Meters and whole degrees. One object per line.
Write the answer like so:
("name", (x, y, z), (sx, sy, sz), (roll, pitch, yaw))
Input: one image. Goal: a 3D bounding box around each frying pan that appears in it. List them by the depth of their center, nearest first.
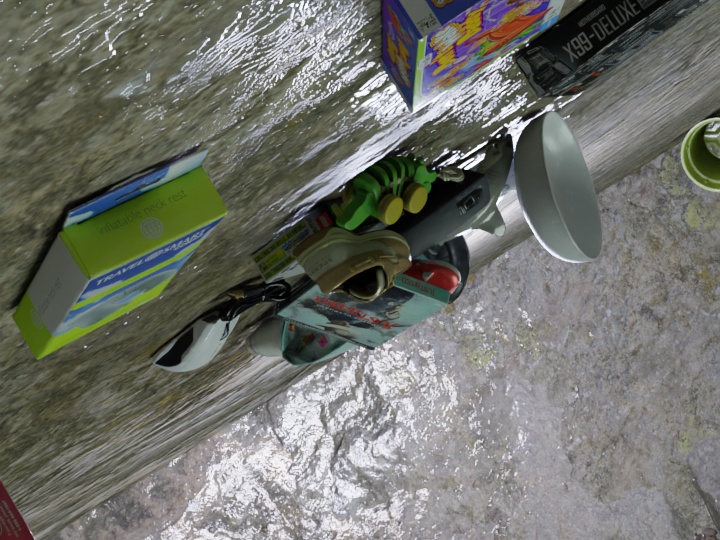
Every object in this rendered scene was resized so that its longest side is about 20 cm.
("frying pan", (0.092, -0.029, 1.977), (0.031, 0.190, 0.116), (2, 122, -38))

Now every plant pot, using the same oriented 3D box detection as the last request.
("plant pot", (0.970, -0.333, 3.712), (0.200, 0.201, 0.184), (-36, -176, 29))

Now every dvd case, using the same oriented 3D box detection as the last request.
("dvd case", (-0.002, 0.040, 1.653), (0.144, 0.022, 0.200), (20, 155, -20))

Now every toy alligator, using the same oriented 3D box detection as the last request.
("toy alligator", (0.044, -0.096, 1.437), (0.199, 0.059, 0.055), (-27, 132, -43))

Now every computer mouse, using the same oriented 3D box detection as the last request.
("computer mouse", (-0.175, 0.075, 1.679), (0.199, 0.044, 0.109), (-38, 173, 35))

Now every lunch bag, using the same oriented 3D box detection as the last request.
("lunch bag", (-0.011, 0.047, 1.933), (0.170, 0.122, 0.200), (-27, 166, -48))

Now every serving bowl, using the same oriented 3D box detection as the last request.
("serving bowl", (0.247, -0.102, 1.797), (0.065, 0.203, 0.200), (-17, -179, 25))

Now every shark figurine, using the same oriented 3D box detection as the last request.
("shark figurine", (0.140, -0.063, 1.797), (0.214, 0.089, 0.129), (-45, -158, 37))

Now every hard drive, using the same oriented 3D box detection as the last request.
("hard drive", (0.060, -0.053, 1.684), (0.199, 0.043, 0.135), (-35, -164, -8))

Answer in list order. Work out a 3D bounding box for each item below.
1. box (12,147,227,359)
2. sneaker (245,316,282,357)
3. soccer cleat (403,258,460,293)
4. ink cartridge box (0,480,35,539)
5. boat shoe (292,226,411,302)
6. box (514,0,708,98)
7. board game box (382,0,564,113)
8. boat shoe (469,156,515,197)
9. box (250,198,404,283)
("box", (-0.177, -0.009, 1.014), (0.121, 0.048, 0.200), (-29, 174, -32))
("sneaker", (-0.097, 0.077, 2.056), (0.099, 0.076, 0.199), (-14, -176, 32))
("soccer cleat", (0.048, 0.008, 1.707), (0.199, 0.069, 0.086), (-19, -145, 45))
("ink cartridge box", (-0.427, 0.251, 1.290), (0.199, 0.146, 0.084), (-29, 172, -28))
("boat shoe", (0.000, 0.000, 1.472), (0.074, 0.067, 0.199), (-36, 162, 27))
("box", (0.263, -0.247, 1.365), (0.199, 0.050, 0.157), (-36, 174, 24))
("board game box", (0.081, -0.184, 0.960), (0.134, 0.045, 0.200), (-33, 174, -2))
("boat shoe", (0.143, -0.091, 1.882), (0.073, 0.067, 0.200), (-25, 170, -47))
("box", (-0.033, -0.040, 1.546), (0.110, 0.035, 0.200), (-35, 173, 21))
